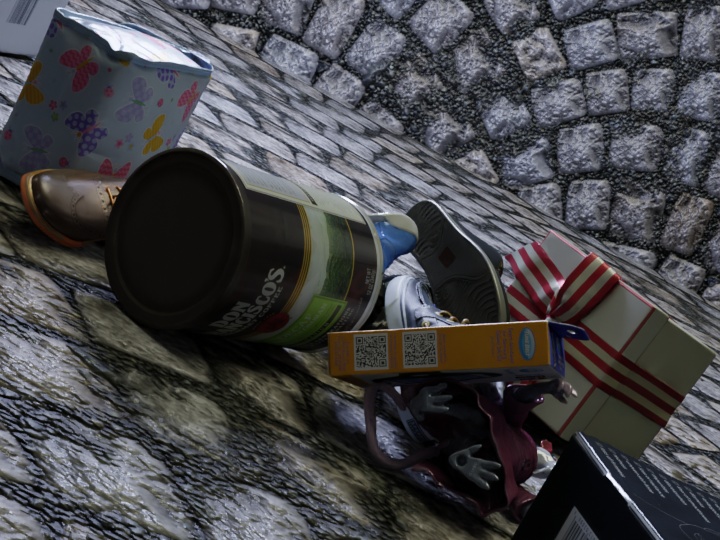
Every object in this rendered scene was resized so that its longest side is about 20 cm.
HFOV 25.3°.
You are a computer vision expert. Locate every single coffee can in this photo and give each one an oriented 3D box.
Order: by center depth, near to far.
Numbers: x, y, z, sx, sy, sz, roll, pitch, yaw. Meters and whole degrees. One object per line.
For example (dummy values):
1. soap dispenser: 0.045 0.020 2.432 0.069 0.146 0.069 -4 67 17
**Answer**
1. coffee can: -0.094 -0.013 1.352 0.146 0.147 0.200 37 13 33

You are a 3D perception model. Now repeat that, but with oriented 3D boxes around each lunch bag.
1. lunch bag: -0.235 -0.143 1.517 0.127 0.170 0.200 32 14 22

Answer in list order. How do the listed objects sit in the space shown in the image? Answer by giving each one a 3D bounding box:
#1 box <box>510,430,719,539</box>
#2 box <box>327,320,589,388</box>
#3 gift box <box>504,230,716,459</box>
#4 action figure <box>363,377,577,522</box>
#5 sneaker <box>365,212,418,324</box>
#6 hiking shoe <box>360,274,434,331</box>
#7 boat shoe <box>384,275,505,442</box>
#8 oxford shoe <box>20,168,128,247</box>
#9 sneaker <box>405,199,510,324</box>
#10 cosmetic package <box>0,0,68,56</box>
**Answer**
1. box: 0.232 0.237 1.136 0.196 0.124 0.200 25 12 -18
2. box: 0.083 0.069 1.294 0.199 0.042 0.119 -2 -9 13
3. gift box: 0.222 0.081 1.685 0.200 0.185 0.187 34 3 40
4. action figure: 0.107 0.158 1.319 0.149 0.134 0.200 -5 -12 24
5. sneaker: -0.001 0.000 1.535 0.077 0.112 0.200 -10 -9 24
6. hiking shoe: 0.020 0.037 1.603 0.101 0.076 0.200 30 12 -14
7. boat shoe: 0.079 0.067 1.438 0.071 0.091 0.201 57 17 -36
8. oxford shoe: -0.215 -0.061 1.393 0.200 0.073 0.072 8 63 -62
9. sneaker: 0.123 0.012 1.633 0.106 0.075 0.200 28 25 -41
10. cosmetic package: -0.490 -0.365 1.965 0.200 0.123 0.199 34 12 13
